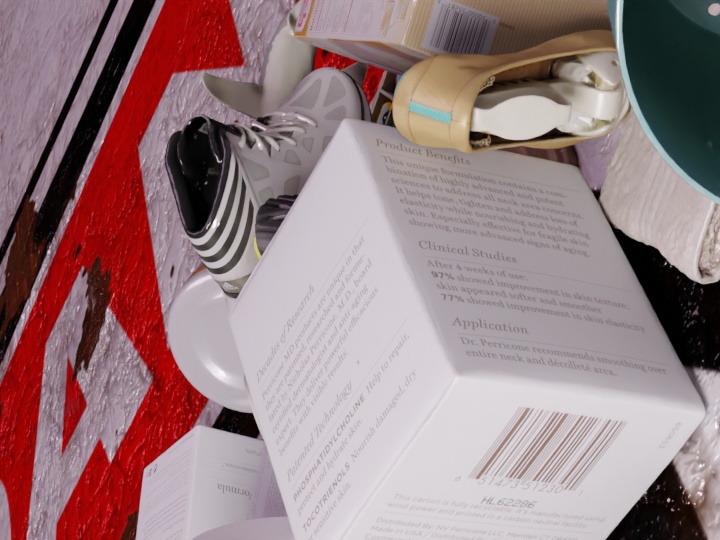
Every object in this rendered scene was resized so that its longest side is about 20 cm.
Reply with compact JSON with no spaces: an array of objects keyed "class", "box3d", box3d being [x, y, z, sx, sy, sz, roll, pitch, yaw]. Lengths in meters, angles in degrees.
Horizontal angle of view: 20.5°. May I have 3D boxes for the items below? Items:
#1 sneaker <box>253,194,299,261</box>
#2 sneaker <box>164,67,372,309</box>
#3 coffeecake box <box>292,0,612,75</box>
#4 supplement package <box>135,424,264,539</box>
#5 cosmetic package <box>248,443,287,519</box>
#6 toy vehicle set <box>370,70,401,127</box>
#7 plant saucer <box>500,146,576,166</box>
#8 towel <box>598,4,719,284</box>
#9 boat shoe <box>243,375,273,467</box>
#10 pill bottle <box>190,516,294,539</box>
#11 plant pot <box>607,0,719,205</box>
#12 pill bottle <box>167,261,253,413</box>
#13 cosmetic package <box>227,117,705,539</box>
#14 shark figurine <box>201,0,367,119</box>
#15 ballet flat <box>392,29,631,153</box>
[{"class":"sneaker","box3d":[0.000,0.000,1.244,0.078,0.200,0.091,11,96,31]},{"class":"sneaker","box3d":[-0.057,-0.080,1.280,0.075,0.115,0.201,-4,49,30]},{"class":"coffeecake box","box3d":[0.065,-0.156,1.264,0.200,0.153,0.073,21,94,68]},{"class":"supplement package","box3d":[-0.097,0.231,1.425,0.110,0.113,0.201,-41,40,54]},{"class":"cosmetic package","box3d":[-0.001,0.145,1.298,0.200,0.074,0.102,-16,60,62]},{"class":"toy vehicle set","box3d":[0.054,-0.146,1.450,0.200,0.026,0.124,-70,22,9]},{"class":"plant saucer","box3d":[0.078,-0.008,1.298,0.200,0.029,0.201,-48,32,45]},{"class":"towel","box3d":[0.195,-0.103,1.083,0.200,0.034,0.133,-70,21,10]},{"class":"boat shoe","box3d":[-0.026,0.104,1.226,0.062,0.073,0.200,-26,21,-2]},{"class":"pill bottle","box3d":[-0.052,0.258,1.211,0.111,0.111,0.201,-169,69,-68]},{"class":"plant pot","box3d":[0.202,-0.140,0.898,0.161,0.200,0.201,-96,29,-66]},{"class":"pill bottle","box3d":[-0.051,0.006,1.408,0.112,0.112,0.200,-59,-1,31]},{"class":"cosmetic package","box3d":[0.051,0.051,1.100,0.167,0.167,0.200,-58,36,34]},{"class":"shark figurine","box3d":[-0.037,-0.149,1.428,0.090,0.128,0.215,123,170,-71]},{"class":"ballet flat","box3d":[0.107,-0.093,1.117,0.063,0.200,0.069,25,120,45]}]
